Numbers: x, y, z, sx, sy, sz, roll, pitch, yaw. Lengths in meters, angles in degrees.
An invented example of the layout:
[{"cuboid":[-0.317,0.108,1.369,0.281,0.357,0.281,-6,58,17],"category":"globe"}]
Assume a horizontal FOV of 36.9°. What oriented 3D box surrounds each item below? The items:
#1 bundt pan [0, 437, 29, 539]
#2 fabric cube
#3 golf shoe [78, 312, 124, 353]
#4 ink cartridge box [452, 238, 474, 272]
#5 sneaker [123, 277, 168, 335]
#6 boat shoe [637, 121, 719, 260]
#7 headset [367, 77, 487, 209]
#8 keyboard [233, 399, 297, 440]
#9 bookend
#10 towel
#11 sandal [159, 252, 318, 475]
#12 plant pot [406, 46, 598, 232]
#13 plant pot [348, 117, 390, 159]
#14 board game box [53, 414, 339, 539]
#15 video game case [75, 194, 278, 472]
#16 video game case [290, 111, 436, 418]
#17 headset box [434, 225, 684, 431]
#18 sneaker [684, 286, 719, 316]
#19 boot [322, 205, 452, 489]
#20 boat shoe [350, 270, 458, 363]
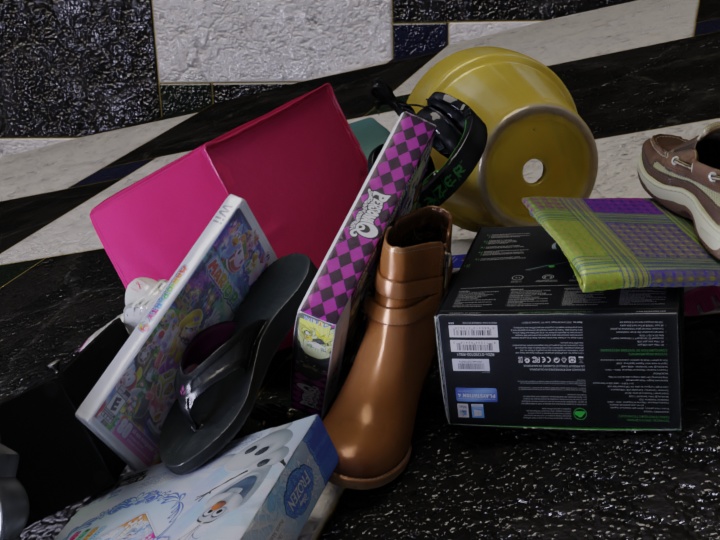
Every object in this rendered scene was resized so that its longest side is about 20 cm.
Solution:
[{"cuboid":[-0.311,0.170,0.734,0.199,0.205,0.076,-11,-8,13],"category":"bundt pan"},{"cuboid":[-0.105,-0.035,1.060,0.198,0.202,0.196,-21,9,43],"category":"fabric cube"},{"cuboid":[-0.249,0.098,1.089,0.091,0.076,0.200,-28,14,11],"category":"golf shoe"},{"cuboid":[0.102,-0.004,1.135,0.198,0.038,0.095,-2,22,31],"category":"ink cartridge box"},{"cuboid":[-0.168,0.042,0.929,0.078,0.100,0.200,-39,-8,-27],"category":"sneaker"},{"cuboid":[0.270,-0.076,0.812,0.074,0.076,0.203,2,25,-11],"category":"boat shoe"},{"cuboid":[0.052,-0.126,1.037,0.123,0.094,0.201,-41,23,15],"category":"headset"},{"cuboid":[-0.136,0.135,0.944,0.126,0.021,0.199,-26,22,-30],"category":"keyboard"},{"cuboid":[-0.282,0.141,0.885,0.197,0.093,0.200,-26,8,6],"category":"bookend"},{"cuboid":[0.232,-0.019,0.798,0.197,0.023,0.144,1,26,-13],"category":"towel"},{"cuboid":[-0.100,0.058,0.802,0.075,0.048,0.202,-7,44,41],"category":"sandal"},{"cuboid":[0.156,-0.126,1.146,0.198,0.203,0.189,-17,20,-6],"category":"plant pot"},{"cuboid":[-0.011,-0.088,1.282,0.140,0.143,0.200,-18,14,-7],"category":"plant pot"},{"cuboid":[-0.132,0.184,0.701,0.198,0.044,0.199,-21,14,23],"category":"board game box"},{"cuboid":[-0.126,0.060,0.837,0.018,0.144,0.201,21,67,27],"category":"video game case"},{"cuboid":[0.000,0.000,0.887,0.035,0.182,0.201,23,61,7],"category":"video game case"},{"cuboid":[0.164,0.034,0.846,0.172,0.094,0.200,-1,22,17],"category":"headset box"},{"cuboid":[0.347,-0.024,0.917,0.198,0.082,0.088,-8,21,20],"category":"sneaker"},{"cuboid":[0.026,0.054,0.807,0.076,0.157,0.200,19,33,18],"category":"boot"},{"cuboid":[0.058,0.030,1.005,0.197,0.074,0.075,-14,18,4],"category":"boat shoe"}]
